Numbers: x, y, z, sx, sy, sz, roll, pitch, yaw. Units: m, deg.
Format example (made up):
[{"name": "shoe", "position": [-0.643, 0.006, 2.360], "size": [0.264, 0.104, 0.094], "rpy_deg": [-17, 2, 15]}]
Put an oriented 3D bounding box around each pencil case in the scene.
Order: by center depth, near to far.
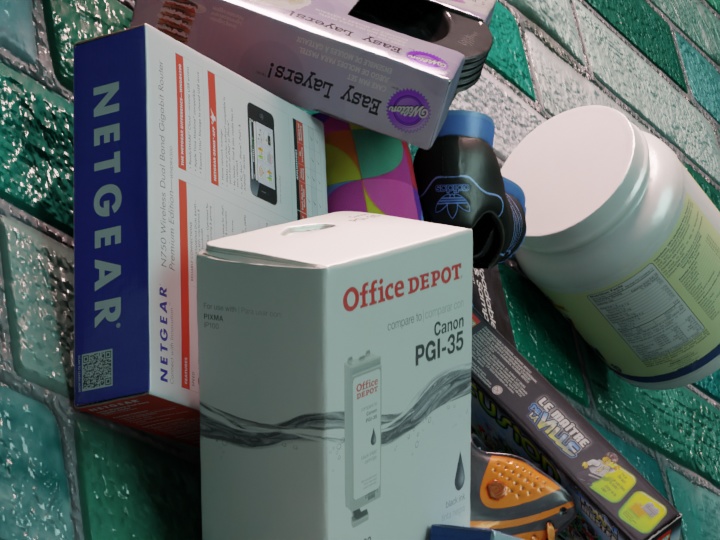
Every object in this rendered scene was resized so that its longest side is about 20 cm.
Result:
[{"name": "pencil case", "position": [0.000, 0.000, 1.379], "size": [0.088, 0.088, 0.201], "rpy_deg": [32, 37, -51]}]

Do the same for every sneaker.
[{"name": "sneaker", "position": [0.090, 0.188, 1.381], "size": [0.201, 0.112, 0.078], "rpy_deg": [66, -19, -2]}, {"name": "sneaker", "position": [0.066, -0.029, 1.479], "size": [0.200, 0.070, 0.078], "rpy_deg": [59, 31, -67]}]

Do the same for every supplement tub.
[{"name": "supplement tub", "position": [0.204, -0.017, 1.788], "size": [0.200, 0.145, 0.145], "rpy_deg": [46, 30, -37]}]

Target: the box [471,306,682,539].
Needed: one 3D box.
[{"name": "box", "position": [0.117, 0.120, 1.444], "size": [0.200, 0.035, 0.110], "rpy_deg": [45, -22, 30]}]

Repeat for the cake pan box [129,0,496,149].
[{"name": "cake pan box", "position": [-0.022, -0.148, 1.406], "size": [0.199, 0.052, 0.184], "rpy_deg": [20, 26, 5]}]

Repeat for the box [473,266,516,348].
[{"name": "box", "position": [0.049, 0.010, 1.560], "size": [0.200, 0.036, 0.143], "rpy_deg": [40, 34, -56]}]

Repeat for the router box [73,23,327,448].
[{"name": "router box", "position": [-0.081, -0.009, 1.256], "size": [0.179, 0.049, 0.201], "rpy_deg": [26, 57, -55]}]

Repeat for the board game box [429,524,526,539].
[{"name": "board game box", "position": [0.086, 0.249, 1.271], "size": [0.199, 0.043, 0.201], "rpy_deg": [24, 72, -57]}]

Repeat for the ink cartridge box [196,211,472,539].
[{"name": "ink cartridge box", "position": [-0.011, 0.079, 1.208], "size": [0.146, 0.083, 0.201], "rpy_deg": [-15, 109, -55]}]
